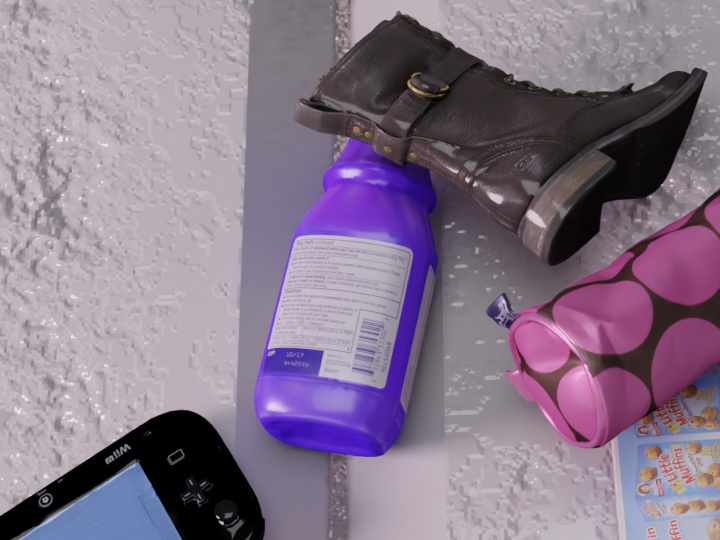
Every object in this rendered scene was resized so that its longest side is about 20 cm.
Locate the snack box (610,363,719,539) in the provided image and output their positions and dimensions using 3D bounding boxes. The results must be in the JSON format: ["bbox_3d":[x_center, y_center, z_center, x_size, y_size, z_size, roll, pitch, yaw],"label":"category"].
[{"bbox_3d":[0.169,0.139,0.896,0.071,0.024,0.202,-5,65,9],"label":"snack box"}]

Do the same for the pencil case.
[{"bbox_3d":[0.169,0.010,0.906,0.199,0.094,0.091,-29,84,-19],"label":"pencil case"}]

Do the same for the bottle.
[{"bbox_3d":[0.000,0.000,0.966,0.083,0.065,0.201,6,67,15],"label":"bottle"}]

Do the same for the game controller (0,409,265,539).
[{"bbox_3d":[-0.150,0.159,0.936,0.199,0.042,0.105,-33,65,-6],"label":"game controller"}]

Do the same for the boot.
[{"bbox_3d":[0.082,-0.097,0.956,0.174,0.070,0.200,34,44,22],"label":"boot"}]
